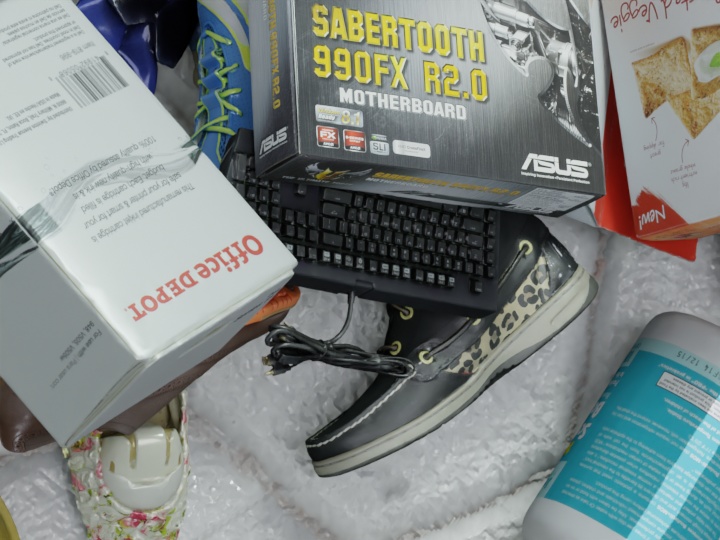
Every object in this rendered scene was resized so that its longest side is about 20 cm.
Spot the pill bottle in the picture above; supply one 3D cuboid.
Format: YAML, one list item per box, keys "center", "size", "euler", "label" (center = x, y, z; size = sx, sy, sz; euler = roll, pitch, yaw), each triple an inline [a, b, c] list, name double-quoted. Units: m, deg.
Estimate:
- center: [0.168, 0.132, 1.660]
  size: [0.111, 0.111, 0.200]
  euler: [38, 78, -17]
  label: "pill bottle"

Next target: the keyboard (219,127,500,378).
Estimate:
- center: [0.000, 0.000, 1.533]
  size: [0.200, 0.021, 0.128]
  euler: [11, 82, -40]
  label: "keyboard"

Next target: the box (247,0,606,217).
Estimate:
- center: [0.036, -0.119, 1.529]
  size: [0.200, 0.048, 0.159]
  euler: [7, 72, -32]
  label: "box"

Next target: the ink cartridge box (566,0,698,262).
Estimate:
- center: [0.132, -0.111, 1.643]
  size: [0.200, 0.050, 0.163]
  euler: [20, 64, -22]
  label: "ink cartridge box"

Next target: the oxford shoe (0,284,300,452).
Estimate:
- center: [-0.117, 0.042, 1.512]
  size: [0.200, 0.071, 0.073]
  euler: [-17, 131, -39]
  label: "oxford shoe"

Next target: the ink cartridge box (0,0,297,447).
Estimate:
- center: [-0.150, -0.030, 1.409]
  size: [0.200, 0.083, 0.147]
  euler: [49, 38, 7]
  label: "ink cartridge box"

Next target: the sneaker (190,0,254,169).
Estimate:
- center: [-0.057, -0.088, 1.533]
  size: [0.105, 0.076, 0.200]
  euler: [-37, 110, -51]
  label: "sneaker"

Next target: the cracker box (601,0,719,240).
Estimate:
- center: [0.206, -0.127, 1.607]
  size: [0.058, 0.134, 0.201]
  euler: [-2, 80, -39]
  label: "cracker box"

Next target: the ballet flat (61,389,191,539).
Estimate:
- center: [-0.126, 0.071, 1.572]
  size: [0.075, 0.064, 0.201]
  euler: [-4, 93, -20]
  label: "ballet flat"

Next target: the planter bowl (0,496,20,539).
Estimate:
- center: [-0.265, 0.180, 1.510]
  size: [0.200, 0.083, 0.201]
  euler: [0, 90, -21]
  label: "planter bowl"

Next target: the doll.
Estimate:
- center: [-0.119, -0.141, 1.567]
  size: [0.136, 0.048, 0.200]
  euler: [44, 60, -38]
  label: "doll"

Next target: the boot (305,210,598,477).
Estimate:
- center: [0.021, 0.009, 1.626]
  size: [0.203, 0.073, 0.154]
  euler: [-36, 99, -18]
  label: "boot"
